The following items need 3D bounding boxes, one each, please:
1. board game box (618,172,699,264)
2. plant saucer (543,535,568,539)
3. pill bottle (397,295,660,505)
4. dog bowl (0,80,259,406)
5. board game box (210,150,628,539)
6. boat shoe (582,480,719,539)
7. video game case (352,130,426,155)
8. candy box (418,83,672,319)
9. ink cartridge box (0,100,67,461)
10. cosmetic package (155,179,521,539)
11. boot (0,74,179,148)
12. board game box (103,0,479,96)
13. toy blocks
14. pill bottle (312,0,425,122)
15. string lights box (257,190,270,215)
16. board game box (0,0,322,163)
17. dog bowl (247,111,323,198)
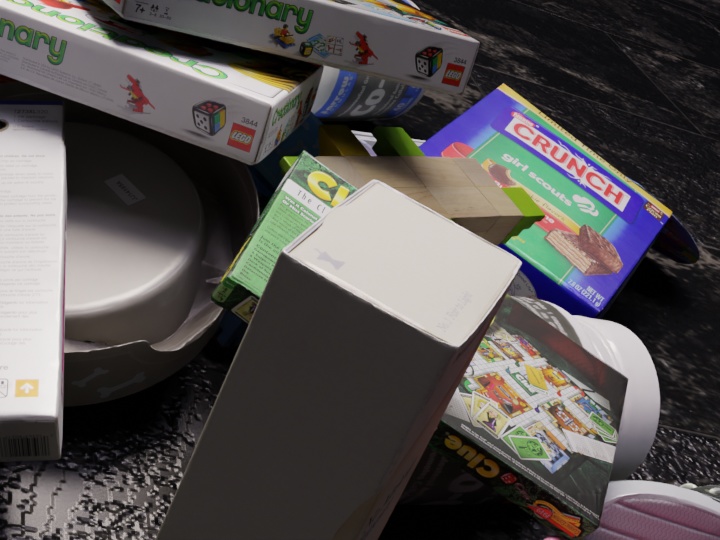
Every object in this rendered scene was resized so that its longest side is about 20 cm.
[{"bbox_3d":[0.188,-0.052,1.123,0.200,0.039,0.158,36,-5,34],"label":"board game box"},{"bbox_3d":[0.153,0.189,0.579,0.200,0.051,0.201,31,2,-1],"label":"plant saucer"},{"bbox_3d":[0.057,0.068,0.719,0.200,0.114,0.114,6,31,-33],"label":"pill bottle"},{"bbox_3d":[-0.153,-0.015,0.691,0.200,0.059,0.200,6,46,-6],"label":"dog bowl"},{"bbox_3d":[0.035,0.033,0.628,0.200,0.023,0.105,35,42,-7],"label":"board game box"},{"bbox_3d":[0.188,0.153,0.738,0.200,0.072,0.071,23,14,-26],"label":"boat shoe"},{"bbox_3d":[0.045,-0.057,1.055,0.200,0.023,0.182,4,32,-37],"label":"video game case"},{"bbox_3d":[0.117,-0.034,0.968,0.169,0.077,0.200,37,33,8],"label":"candy box"},{"bbox_3d":[-0.181,-0.002,0.607,0.095,0.037,0.200,-1,49,-10],"label":"ink cartridge box"},{"bbox_3d":[-0.019,0.075,0.535,0.073,0.200,0.104,30,27,9],"label":"cosmetic package"},{"bbox_3d":[-0.172,-0.109,0.795,0.200,0.075,0.107,40,52,19],"label":"boot"},{"bbox_3d":[-0.051,-0.145,0.724,0.200,0.035,0.126,8,20,-32],"label":"board game box"},{"bbox_3d":[0.000,0.000,0.784,0.200,0.137,0.100,-6,51,-51],"label":"toy blocks"},{"bbox_3d":[-0.037,-0.178,1.106,0.114,0.114,0.200,38,27,26],"label":"pill bottle"},{"bbox_3d":[-0.155,-0.058,0.839,0.200,0.059,0.103,37,31,26],"label":"string lights box"},{"bbox_3d":[-0.128,-0.116,0.699,0.200,0.035,0.126,20,19,3],"label":"board game box"},{"bbox_3d":[-0.054,-0.077,0.871,0.111,0.050,0.200,47,-4,-10],"label":"dog bowl"}]
